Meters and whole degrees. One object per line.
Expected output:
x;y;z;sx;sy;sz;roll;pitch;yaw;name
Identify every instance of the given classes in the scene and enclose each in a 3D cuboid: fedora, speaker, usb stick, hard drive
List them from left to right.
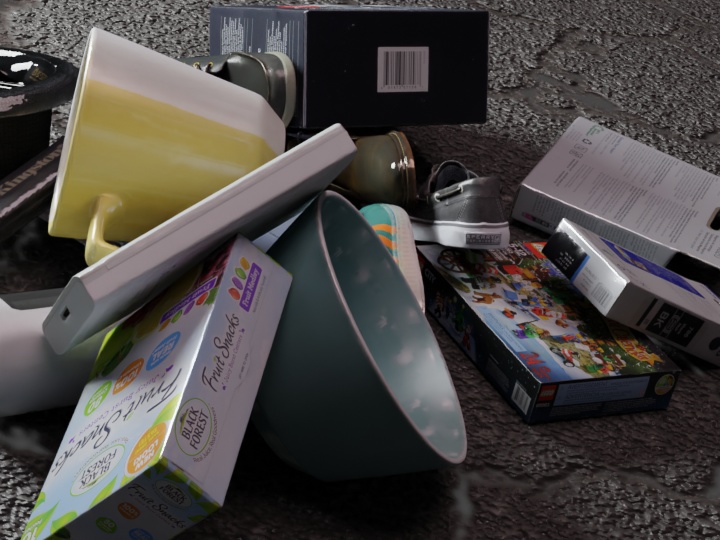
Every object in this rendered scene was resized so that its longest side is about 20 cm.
-0.313;-0.116;1.437;0.198;0.093;0.201;-1;20;0;fedora
-0.252;-0.060;1.370;0.055;0.033;0.200;9;40;47;usb stick
-0.173;0.049;1.238;0.198;0.082;0.081;-7;35;-34;speaker
-0.104;-0.019;1.150;0.199;0.132;0.026;-32;87;-25;hard drive

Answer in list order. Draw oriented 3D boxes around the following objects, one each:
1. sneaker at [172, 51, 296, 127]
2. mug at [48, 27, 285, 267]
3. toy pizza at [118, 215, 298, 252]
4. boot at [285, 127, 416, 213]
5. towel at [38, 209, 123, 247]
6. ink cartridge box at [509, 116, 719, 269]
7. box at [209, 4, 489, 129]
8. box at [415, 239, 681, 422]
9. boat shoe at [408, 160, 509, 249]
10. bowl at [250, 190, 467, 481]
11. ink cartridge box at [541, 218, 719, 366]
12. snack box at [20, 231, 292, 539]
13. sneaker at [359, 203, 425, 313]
-0.139;-0.152;1.570;0.105;0.076;0.199;-1;3;-32;sneaker
-0.140;-0.066;1.302;0.151;0.189;0.149;12;-16;-13;mug
-0.117;-0.042;1.411;0.198;0.032;0.201;10;30;-6;toy pizza
-0.017;-0.082;1.534;0.096;0.076;0.200;-5;9;-15;boot
-0.144;-0.050;1.479;0.190;0.033;0.199;30;33;26;towel
0.259;-0.060;1.675;0.198;0.044;0.196;25;30;13;ink cartridge box
-0.013;-0.190;1.652;0.198;0.105;0.181;-5;10;-32;box
0.142;0.043;1.435;0.135;0.038;0.200;-4;33;-30;box
0.076;-0.057;1.484;0.069;0.067;0.200;-1;5;-8;boat shoe
-0.019;0.060;1.208;0.104;0.202;0.201;-28;26;13;bowl
0.243;0.024;1.473;0.199;0.039;0.100;21;19;-40;ink cartridge box
-0.121;0.085;1.087;0.053;0.142;0.201;39;37;-20;snack box
0.000;0.000;1.413;0.079;0.072;0.200;4;25;-9;sneaker
